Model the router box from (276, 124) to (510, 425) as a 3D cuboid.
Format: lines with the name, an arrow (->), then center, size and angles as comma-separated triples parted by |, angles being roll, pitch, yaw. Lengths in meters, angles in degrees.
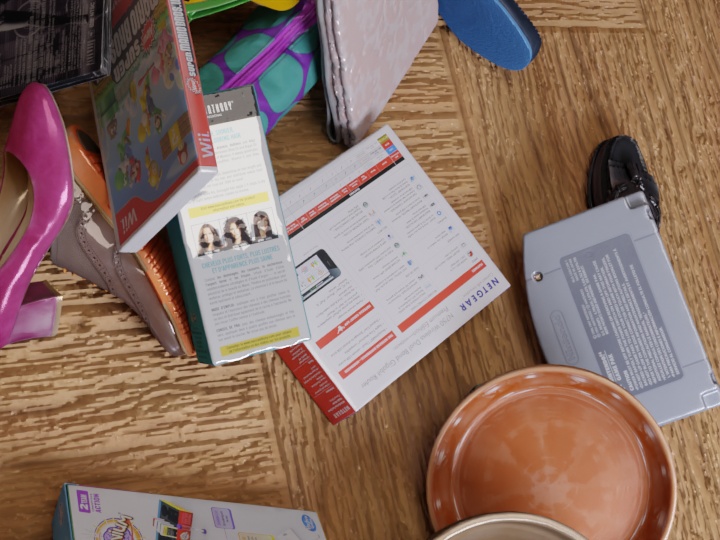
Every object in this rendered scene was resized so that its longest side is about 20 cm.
router box -> 0.000, 0.000, 1.177 | 0.200, 0.049, 0.180 | -36, 88, -32

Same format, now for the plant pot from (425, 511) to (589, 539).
plant pot -> 0.105, 0.284, 1.072 | 0.201, 0.093, 0.201 | 1, 83, -10

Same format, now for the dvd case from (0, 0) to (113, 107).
dvd case -> -0.272, -0.190, 1.057 | 0.016, 0.200, 0.149 | 36, 47, -58

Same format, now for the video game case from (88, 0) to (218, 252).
video game case -> -0.157, -0.131, 1.012 | 0.017, 0.143, 0.200 | -1, 68, -34

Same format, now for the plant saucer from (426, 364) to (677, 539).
plant saucer -> 0.154, 0.175, 1.136 | 0.200, 0.032, 0.200 | 0, 93, 7

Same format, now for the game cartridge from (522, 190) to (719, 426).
game cartridge -> 0.221, 0.045, 1.232 | 0.133, 0.040, 0.200 | -20, 80, 6

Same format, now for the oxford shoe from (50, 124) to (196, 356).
oxford shoe -> -0.195, -0.011, 1.090 | 0.073, 0.071, 0.200 | -31, 95, 6

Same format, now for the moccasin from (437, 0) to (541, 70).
moccasin -> 0.101, -0.278, 1.320 | 0.200, 0.080, 0.068 | 46, 54, -4

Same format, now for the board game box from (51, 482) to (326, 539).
board game box -> -0.111, 0.222, 0.990 | 0.200, 0.040, 0.153 | 11, 26, -21

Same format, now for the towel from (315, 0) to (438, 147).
towel -> 0.017, -0.233, 1.204 | 0.032, 0.200, 0.191 | 20, 58, 18

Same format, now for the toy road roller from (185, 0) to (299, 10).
toy road roller -> -0.151, -0.256, 1.152 | 0.200, 0.146, 0.123 | 14, 35, -33

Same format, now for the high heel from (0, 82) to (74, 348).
high heel -> -0.264, -0.036, 1.008 | 0.096, 0.200, 0.067 | -8, 29, -36

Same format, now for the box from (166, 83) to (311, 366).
box -> -0.103, -0.034, 1.064 | 0.082, 0.049, 0.200 | -14, 94, -21

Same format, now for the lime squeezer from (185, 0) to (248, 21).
lime squeezer -> -0.153, -0.166, 1.099 | 0.071, 0.038, 0.200 | 38, 79, 1

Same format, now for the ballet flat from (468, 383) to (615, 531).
ballet flat -> 0.171, 0.168, 1.181 | 0.074, 0.074, 0.200 | -39, 90, -32

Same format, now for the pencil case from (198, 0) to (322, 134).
pencil case -> -0.097, -0.150, 1.165 | 0.085, 0.092, 0.200 | 40, 57, -3

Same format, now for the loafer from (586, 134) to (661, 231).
loafer -> 0.257, -0.041, 1.309 | 0.072, 0.063, 0.200 | 13, 65, -21
